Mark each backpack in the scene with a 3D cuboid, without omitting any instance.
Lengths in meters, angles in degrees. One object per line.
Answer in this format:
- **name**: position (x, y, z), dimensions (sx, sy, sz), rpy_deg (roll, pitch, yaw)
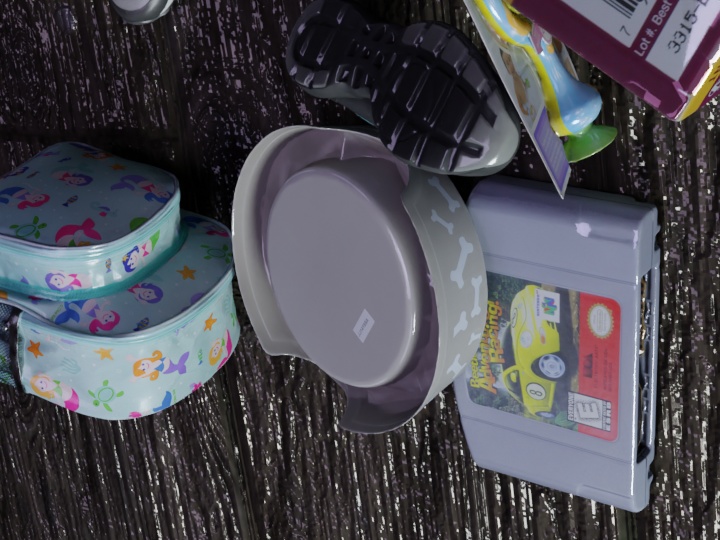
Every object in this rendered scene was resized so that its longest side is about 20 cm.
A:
- **backpack**: position (-0.184, 0.008, 1.005), dimensions (0.199, 0.177, 0.151), rpy_deg (24, 128, 21)

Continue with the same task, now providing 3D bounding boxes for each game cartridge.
- **game cartridge**: position (0.117, 0.045, 0.890), dimensions (0.132, 0.041, 0.201), rpy_deg (14, 118, 36)

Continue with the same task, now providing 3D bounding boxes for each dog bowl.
- **dog bowl**: position (0.000, 0.000, 0.914), dimensions (0.199, 0.058, 0.201), rpy_deg (26, 125, 43)

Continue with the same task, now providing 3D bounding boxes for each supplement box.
- **supplement box**: position (0.168, -0.167, 0.641), dimensions (0.103, 0.200, 0.131), rpy_deg (38, 129, 16)

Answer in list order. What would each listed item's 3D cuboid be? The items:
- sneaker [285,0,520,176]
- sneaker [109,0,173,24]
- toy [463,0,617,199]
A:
- **sneaker**: position (0.036, -0.104, 0.814), dimensions (0.200, 0.079, 0.076), rpy_deg (41, 106, 49)
- **sneaker**: position (-0.160, -0.256, 0.927), dimensions (0.074, 0.079, 0.202), rpy_deg (13, 119, 30)
- **toy**: position (0.089, -0.151, 0.748), dimensions (0.047, 0.115, 0.201), rpy_deg (-15, 114, 24)
